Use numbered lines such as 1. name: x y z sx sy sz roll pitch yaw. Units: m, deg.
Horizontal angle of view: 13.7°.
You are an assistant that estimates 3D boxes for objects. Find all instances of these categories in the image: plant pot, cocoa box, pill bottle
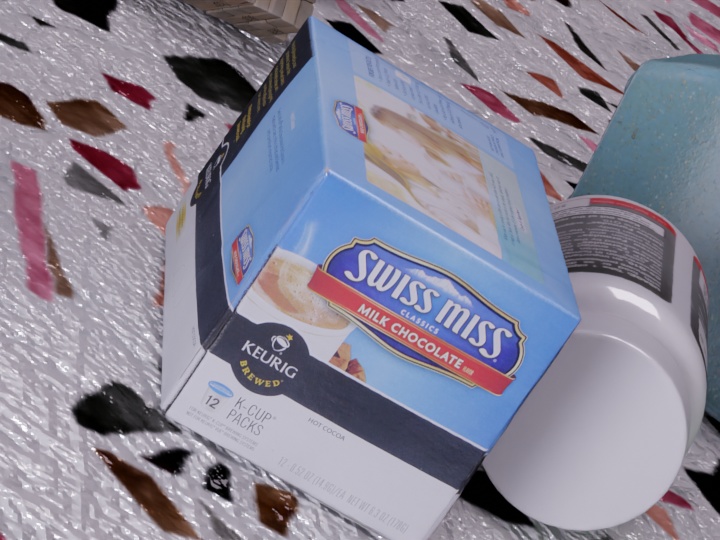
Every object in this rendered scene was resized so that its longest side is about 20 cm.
1. plant pot: 0.233 -0.028 1.725 0.200 0.197 0.196 32 17 16
2. cocoa box: 0.000 0.000 1.308 0.133 0.131 0.200 30 18 -15
3. pill bottle: 0.108 0.043 1.425 0.114 0.114 0.200 34 18 -4

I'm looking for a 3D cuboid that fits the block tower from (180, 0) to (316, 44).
1. block tower: -0.108 -0.191 1.693 0.200 0.054 0.058 23 -13 -35
